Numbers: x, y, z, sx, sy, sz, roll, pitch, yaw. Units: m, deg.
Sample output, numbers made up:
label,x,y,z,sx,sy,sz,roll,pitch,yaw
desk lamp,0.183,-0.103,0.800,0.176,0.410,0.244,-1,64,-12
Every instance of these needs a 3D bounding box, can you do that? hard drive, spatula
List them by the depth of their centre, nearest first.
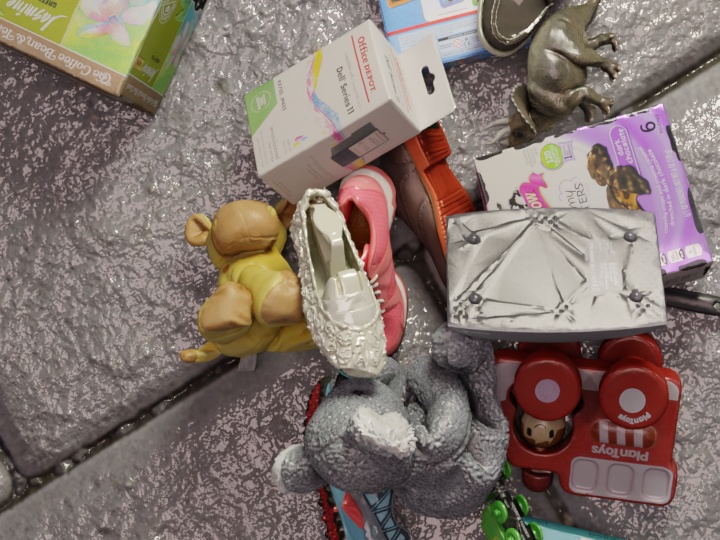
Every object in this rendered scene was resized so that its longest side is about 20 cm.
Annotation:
label,x,y,z,sx,sy,sz,roll,pitch,yaw
hard drive,0.179,0.006,1.165,0.198,0.042,0.136,-1,58,4
spatula,0.278,0.018,1.279,0.198,0.021,0.057,11,84,6

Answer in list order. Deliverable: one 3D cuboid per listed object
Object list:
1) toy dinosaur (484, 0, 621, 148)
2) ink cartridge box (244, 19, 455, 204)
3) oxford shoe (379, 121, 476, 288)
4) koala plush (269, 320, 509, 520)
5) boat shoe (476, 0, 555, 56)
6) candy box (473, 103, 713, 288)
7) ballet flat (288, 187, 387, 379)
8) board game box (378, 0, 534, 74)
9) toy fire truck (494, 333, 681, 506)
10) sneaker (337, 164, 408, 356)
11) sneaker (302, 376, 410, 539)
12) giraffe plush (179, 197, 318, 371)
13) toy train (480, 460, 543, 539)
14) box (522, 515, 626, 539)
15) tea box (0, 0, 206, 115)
label,x,y,z,sx,sy,sz,roll,pitch,yaw
toy dinosaur,0.207,-0.207,1.262,0.101,0.077,0.202,16,99,-10
ink cartridge box,-0.013,-0.168,1.250,0.199,0.067,0.118,-28,52,19
oxford shoe,0.069,-0.067,1.295,0.072,0.071,0.202,-17,91,36
koala plush,0.026,0.155,1.164,0.177,0.199,0.186,-26,76,38
boat shoe,0.179,-0.309,1.253,0.071,0.061,0.203,30,76,-12
candy box,0.229,-0.053,1.249,0.198,0.072,0.169,-16,76,6
ballet flat,-0.024,0.005,1.144,0.071,0.072,0.201,-25,55,6
board game box,0.087,-0.316,1.304,0.150,0.037,0.202,-13,88,6
toy fire truck,0.222,0.150,1.247,0.198,0.112,0.170,5,107,8
sneaker,0.000,0.000,1.263,0.073,0.087,0.202,-2,106,16
sneaker,-0.001,0.207,1.293,0.095,0.079,0.202,-9,80,-21
giraffe plush,-0.105,-0.002,1.269,0.171,0.200,0.164,1,70,-27
toy train,0.120,0.201,1.252,0.041,0.057,0.201,-6,57,-34
box,0.237,0.310,1.261,0.198,0.049,0.083,12,90,7
tea box,-0.278,-0.296,1.298,0.198,0.134,0.198,24,92,7
